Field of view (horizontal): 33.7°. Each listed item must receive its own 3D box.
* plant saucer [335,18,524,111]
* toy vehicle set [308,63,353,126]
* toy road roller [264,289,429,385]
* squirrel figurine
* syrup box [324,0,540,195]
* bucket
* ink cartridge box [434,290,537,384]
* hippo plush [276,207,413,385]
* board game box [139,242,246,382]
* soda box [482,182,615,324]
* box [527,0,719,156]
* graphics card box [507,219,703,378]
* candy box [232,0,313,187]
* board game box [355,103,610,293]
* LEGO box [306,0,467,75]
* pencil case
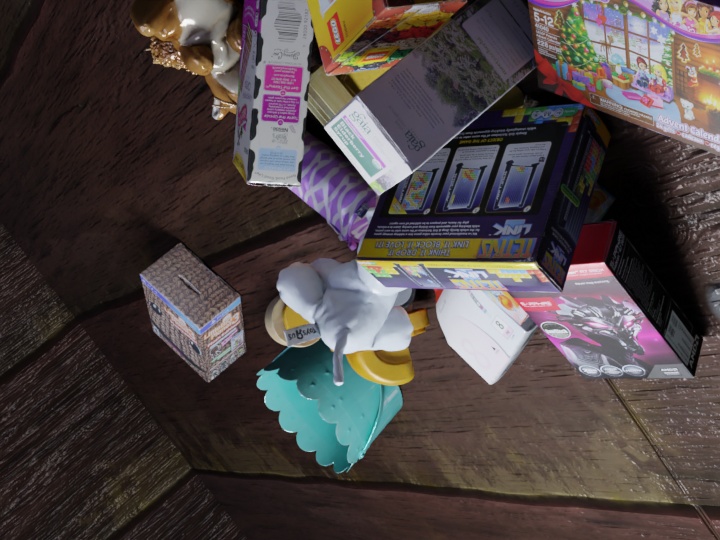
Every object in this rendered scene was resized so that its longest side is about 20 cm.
[{"bbox_3d":[0.052,-0.188,1.210,0.200,0.048,0.200,48,156,6],"label":"plant saucer"},{"bbox_3d":[0.003,-0.141,1.316,0.200,0.027,0.124,49,175,-12],"label":"toy vehicle set"},{"bbox_3d":[-0.010,0.082,1.497,0.123,0.199,0.147,166,90,-79],"label":"toy road roller"},{"bbox_3d":[-0.179,-0.277,1.415,0.187,0.141,0.200,54,172,-35],"label":"squirrel figurine"},{"bbox_3d":[0.071,-0.159,1.031,0.079,0.200,0.081,51,156,-5],"label":"syrup box"},{"bbox_3d":[-0.043,0.188,1.808,0.207,0.135,0.207,38,154,22],"label":"bucket"},{"bbox_3d":[0.116,0.027,1.411,0.200,0.057,0.163,40,154,11],"label":"ink cartridge box"},{"bbox_3d":[0.000,0.000,1.328,0.159,0.200,0.161,38,113,17],"label":"hippo plush"},{"bbox_3d":[-0.297,0.078,2.131,0.159,0.097,0.200,40,154,21],"label":"board game box"},{"bbox_3d":[0.183,-0.025,1.193,0.064,0.068,0.200,43,154,12],"label":"soda box"},{"bbox_3d":[0.221,-0.180,0.941,0.200,0.039,0.137,29,148,39],"label":"box"},{"bbox_3d":[0.225,0.033,1.124,0.125,0.051,0.200,-5,143,40],"label":"graphics card box"},{"bbox_3d":[-0.094,-0.199,1.260,0.136,0.061,0.201,-132,45,-71],"label":"candy box"},{"bbox_3d":[0.111,-0.065,1.084,0.199,0.166,0.057,2,152,41],"label":"board game box"},{"bbox_3d":[0.003,-0.290,1.017,0.149,0.077,0.201,-28,75,66],"label":"LEGO box"},{"bbox_3d":[-0.050,-0.109,1.452,0.200,0.086,0.084,40,-174,28],"label":"pencil case"}]
